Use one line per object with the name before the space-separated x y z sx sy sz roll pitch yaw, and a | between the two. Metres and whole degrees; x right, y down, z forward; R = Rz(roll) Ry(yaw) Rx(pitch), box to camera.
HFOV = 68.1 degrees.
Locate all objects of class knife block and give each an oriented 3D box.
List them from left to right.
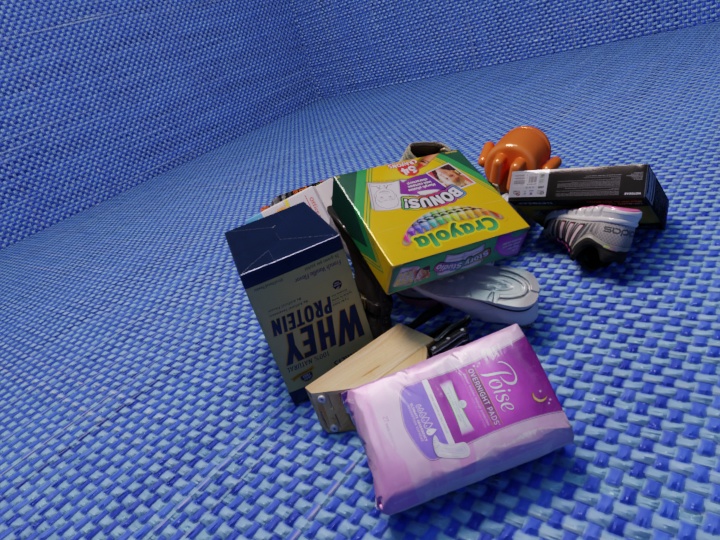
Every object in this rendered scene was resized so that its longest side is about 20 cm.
knife block | 0.048 0.114 0.678 0.198 0.064 0.176 -11 25 16

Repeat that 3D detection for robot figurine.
robot figurine | 0.336 -0.239 1.139 0.143 0.117 0.200 -21 17 44

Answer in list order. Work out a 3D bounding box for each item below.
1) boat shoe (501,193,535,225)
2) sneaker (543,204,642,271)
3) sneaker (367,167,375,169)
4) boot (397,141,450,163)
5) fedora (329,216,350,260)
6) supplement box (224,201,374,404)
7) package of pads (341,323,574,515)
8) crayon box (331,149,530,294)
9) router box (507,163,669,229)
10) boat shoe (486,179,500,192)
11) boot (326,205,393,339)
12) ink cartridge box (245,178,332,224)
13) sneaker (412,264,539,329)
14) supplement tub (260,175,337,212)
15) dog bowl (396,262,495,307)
boat shoe | 0.259 -0.098 0.933 0.065 0.074 0.199 1 7 33
sneaker | 0.332 -0.044 0.795 0.073 0.088 0.200 11 -1 -12
sneaker | 0.034 -0.139 0.897 0.077 0.087 0.201 -16 34 1
boot | 0.147 -0.176 1.043 0.199 0.073 0.155 12 -27 -21
fedora | 0.043 -0.089 1.026 0.198 0.178 0.090 -11 -5 6
supplement box | -0.087 0.036 0.762 0.133 0.201 0.200 -23 25 -11
package of pads | 0.091 0.146 0.524 0.199 0.076 0.121 -20 58 -3
crayon box | 0.086 -0.072 0.698 0.199 0.059 0.173 -16 51 -20
router box | 0.357 -0.110 0.834 0.199 0.053 0.157 5 -9 41
boat shoe | 0.192 -0.123 0.884 0.074 0.075 0.202 12 15 20
boot | 0.000 0.000 0.806 0.069 0.175 0.200 -11 31 -17
ink cartridge box | -0.123 -0.100 1.118 0.199 0.116 0.068 -27 7 4
sneaker | 0.139 0.028 0.719 0.199 0.081 0.077 20 65 27
supplement tub | -0.118 -0.129 1.215 0.199 0.123 0.123 -20 25 -4
dog bowl | 0.129 -0.015 0.873 0.199 0.074 0.200 -15 24 7
